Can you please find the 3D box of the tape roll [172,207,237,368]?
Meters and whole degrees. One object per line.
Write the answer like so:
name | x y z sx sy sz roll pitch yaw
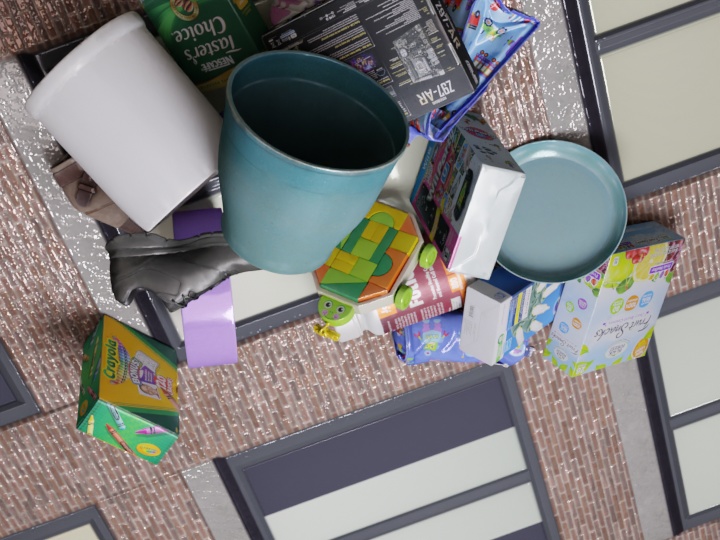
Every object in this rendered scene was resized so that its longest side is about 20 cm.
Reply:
tape roll | -0.199 0.022 1.435 0.065 0.200 0.201 -7 120 -8

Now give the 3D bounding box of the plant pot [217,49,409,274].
plant pot | -0.070 -0.106 1.231 0.199 0.201 0.188 9 134 -16

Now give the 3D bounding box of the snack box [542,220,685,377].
snack box | 0.361 0.039 1.598 0.168 0.068 0.201 -11 126 -37

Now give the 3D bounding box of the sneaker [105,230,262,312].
sneaker | -0.195 0.003 1.305 0.199 0.076 0.091 -3 78 2

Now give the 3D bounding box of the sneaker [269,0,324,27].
sneaker | -0.015 -0.336 1.335 0.200 0.080 0.089 -39 131 -6

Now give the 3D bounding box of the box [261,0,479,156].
box | 0.012 -0.238 1.262 0.199 0.044 0.161 -21 109 26

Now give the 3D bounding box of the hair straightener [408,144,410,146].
hair straightener | -0.034 -0.197 1.450 0.199 0.041 0.077 0 104 -5

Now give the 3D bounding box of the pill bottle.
pill bottle | 0.051 0.021 1.534 0.199 0.114 0.115 -20 120 -1

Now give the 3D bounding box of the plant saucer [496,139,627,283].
plant saucer | 0.256 -0.077 1.507 0.199 0.201 0.027 -24 164 2

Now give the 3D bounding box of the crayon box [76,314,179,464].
crayon box | -0.306 0.155 1.487 0.119 0.200 0.058 30 110 -25

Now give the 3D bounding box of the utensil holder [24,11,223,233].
utensil holder | -0.257 -0.168 1.302 0.170 0.170 0.200 -40 96 11

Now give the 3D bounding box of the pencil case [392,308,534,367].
pencil case | 0.145 0.097 1.615 0.199 0.078 0.087 1 96 -11

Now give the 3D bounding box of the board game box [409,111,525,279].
board game box | 0.133 -0.103 1.432 0.064 0.200 0.148 10 115 -16

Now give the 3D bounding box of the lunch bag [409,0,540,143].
lunch bag | 0.102 -0.246 1.357 0.094 0.151 0.200 28 99 -24

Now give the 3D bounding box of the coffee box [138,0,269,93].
coffee box | -0.189 -0.309 1.315 0.123 0.044 0.200 -9 126 31

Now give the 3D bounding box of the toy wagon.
toy wagon | 0.000 0.000 1.465 0.200 0.155 0.040 -58 155 -23

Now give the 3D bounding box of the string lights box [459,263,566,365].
string lights box | 0.221 0.037 1.543 0.200 0.059 0.103 -30 135 -41

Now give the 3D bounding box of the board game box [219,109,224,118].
board game box | -0.096 -0.126 1.384 0.157 0.039 0.200 -19 132 21

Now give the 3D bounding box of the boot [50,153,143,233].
boot | -0.284 -0.143 1.410 0.146 0.070 0.200 42 92 -16
